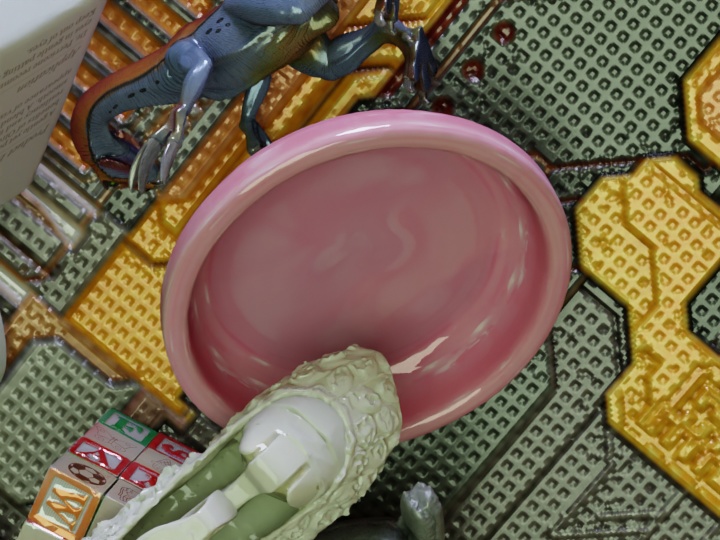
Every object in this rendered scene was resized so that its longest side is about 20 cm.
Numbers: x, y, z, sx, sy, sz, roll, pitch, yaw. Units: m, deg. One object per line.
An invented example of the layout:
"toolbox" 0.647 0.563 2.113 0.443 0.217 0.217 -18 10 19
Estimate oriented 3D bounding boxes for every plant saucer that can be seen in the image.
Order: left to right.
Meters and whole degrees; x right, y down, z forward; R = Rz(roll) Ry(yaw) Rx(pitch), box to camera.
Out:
"plant saucer" 0.000 0.000 1.122 0.199 0.051 0.202 -9 131 -11

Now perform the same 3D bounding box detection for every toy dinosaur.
"toy dinosaur" -0.056 -0.104 1.156 0.180 0.105 0.201 -3 61 23

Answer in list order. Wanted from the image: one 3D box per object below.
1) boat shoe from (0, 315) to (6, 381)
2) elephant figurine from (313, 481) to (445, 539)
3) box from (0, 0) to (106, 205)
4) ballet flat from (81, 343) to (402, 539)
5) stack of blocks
"boat shoe" -0.249 -0.018 1.190 0.072 0.060 0.203 -29 96 13
"elephant figurine" -0.054 0.178 1.174 0.199 0.142 0.156 11 74 22
"box" -0.259 -0.108 1.060 0.200 0.199 0.172 45 141 11
"ballet flat" -0.058 0.109 1.080 0.200 0.072 0.072 -39 94 -7
"stack of blocks" -0.154 0.182 1.188 0.058 0.115 0.201 26 104 3
